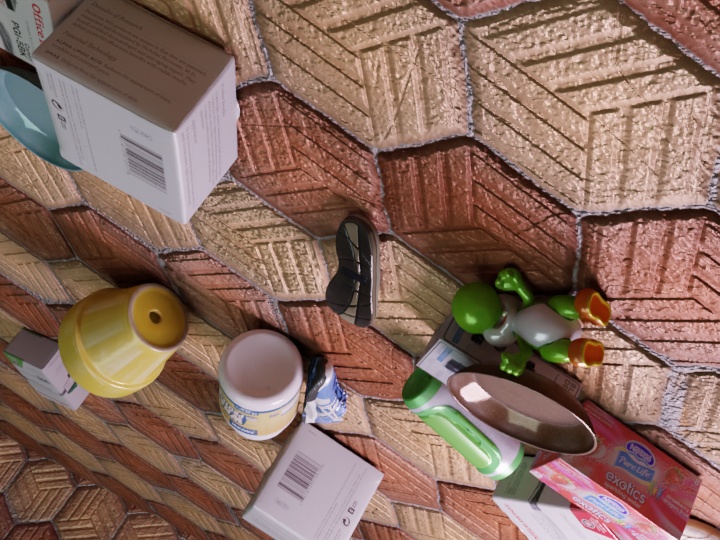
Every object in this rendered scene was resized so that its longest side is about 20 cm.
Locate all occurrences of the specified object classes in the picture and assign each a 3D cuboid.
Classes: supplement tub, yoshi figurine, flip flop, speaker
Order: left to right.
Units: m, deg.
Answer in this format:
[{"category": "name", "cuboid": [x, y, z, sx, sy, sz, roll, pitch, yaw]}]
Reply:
[{"category": "supplement tub", "cuboid": [-0.175, 0.206, 1.706, 0.144, 0.145, 0.200, 28, 151, 9]}, {"category": "flip flop", "cuboid": [0.000, 0.000, 1.306, 0.081, 0.058, 0.201, 26, 137, 22]}, {"category": "speaker", "cuboid": [0.155, 0.226, 1.464, 0.200, 0.089, 0.088, 43, 150, -18]}, {"category": "yoshi figurine", "cuboid": [0.186, 0.058, 1.156, 0.199, 0.112, 0.113, 6, 126, 45]}]

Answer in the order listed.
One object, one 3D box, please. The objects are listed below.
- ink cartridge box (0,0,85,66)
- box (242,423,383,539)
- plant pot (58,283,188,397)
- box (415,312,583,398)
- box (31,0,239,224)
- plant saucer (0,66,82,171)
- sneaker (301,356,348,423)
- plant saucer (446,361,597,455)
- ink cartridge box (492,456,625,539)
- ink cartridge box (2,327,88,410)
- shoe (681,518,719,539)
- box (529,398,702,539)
[{"category": "ink cartridge box", "cuboid": [-0.417, -0.337, 1.164, 0.199, 0.083, 0.147, 29, 151, 8]}, {"category": "box", "cuboid": [-0.095, 0.443, 1.925, 0.199, 0.200, 0.131, 33, 153, -2]}, {"category": "plant pot", "cuboid": [-0.418, 0.113, 1.782, 0.188, 0.202, 0.201, -27, 118, 40]}, {"category": "box", "cuboid": [0.186, 0.142, 1.323, 0.199, 0.060, 0.117, 33, 152, 0]}, {"category": "box", "cuboid": [-0.263, -0.195, 1.179, 0.199, 0.131, 0.199, 29, 152, 9]}, {"category": "plant saucer", "cuboid": [-0.471, -0.230, 1.440, 0.199, 0.036, 0.201, 25, 150, 15]}, {"category": "sneaker", "cuboid": [-0.057, 0.208, 1.686, 0.076, 0.076, 0.200, 9, 151, -2]}, {"category": "plant saucer", "cuboid": [0.205, 0.167, 1.222, 0.199, 0.037, 0.201, 25, 157, 11]}, {"category": "ink cartridge box", "cuboid": [0.326, 0.366, 1.508, 0.199, 0.084, 0.144, -5, 135, 48]}, {"category": "ink cartridge box", "cuboid": [-0.790, 0.253, 2.481, 0.145, 0.085, 0.201, 18, 149, 26]}, {"category": "shoe", "cuboid": [0.520, 0.420, 1.424, 0.199, 0.054, 0.070, 26, 151, 12]}, {"category": "box", "cuboid": [0.348, 0.279, 1.332, 0.199, 0.103, 0.095, 35, 152, -2]}]
